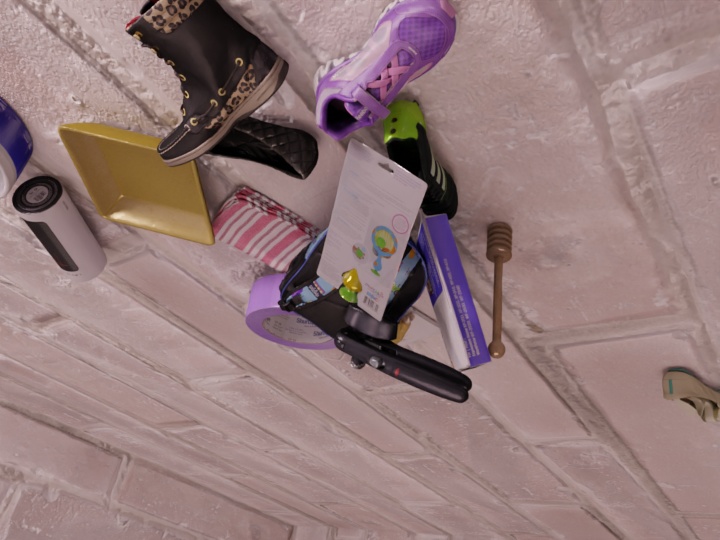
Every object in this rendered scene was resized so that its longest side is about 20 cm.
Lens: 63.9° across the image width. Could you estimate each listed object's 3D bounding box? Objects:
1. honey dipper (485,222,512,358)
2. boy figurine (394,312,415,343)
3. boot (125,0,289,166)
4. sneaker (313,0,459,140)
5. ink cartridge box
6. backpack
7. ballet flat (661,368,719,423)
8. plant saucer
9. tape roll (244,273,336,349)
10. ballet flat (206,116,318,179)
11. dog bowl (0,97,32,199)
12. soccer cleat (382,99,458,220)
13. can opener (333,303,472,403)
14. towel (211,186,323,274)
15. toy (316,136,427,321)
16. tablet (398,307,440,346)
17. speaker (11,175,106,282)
[{"bbox_3d":[0.184,0.025,0.779,0.037,0.203,0.038,8,146,6],"label":"honey dipper"},{"bbox_3d":[0.038,0.101,1.039,0.122,0.065,0.202,-12,146,-17],"label":"boy figurine"},{"bbox_3d":[-0.197,-0.220,0.649,0.198,0.074,0.150,-27,130,25],"label":"boot"},{"bbox_3d":[0.019,-0.202,0.607,0.080,0.090,0.198,35,139,-29],"label":"sneaker"},{"bbox_3d":[0.121,0.033,0.773,0.043,0.202,0.200,-16,168,1],"label":"ink cartridge box"},{"bbox_3d":[0.000,0.000,0.843,0.181,0.135,0.201,33,121,-9],"label":"backpack"},{"bbox_3d":[0.636,0.248,1.076,0.197,0.070,0.069,25,145,-19],"label":"ballet flat"},{"bbox_3d":[-0.312,-0.133,0.850,0.196,0.049,0.201,14,148,4],"label":"plant saucer"},{"bbox_3d":[-0.109,0.081,1.064,0.196,0.067,0.201,6,152,3],"label":"tape roll"},{"bbox_3d":[-0.150,-0.163,0.747,0.196,0.058,0.067,11,148,11],"label":"ballet flat"},{"bbox_3d":[-0.589,-0.196,0.833,0.196,0.080,0.201,9,147,6],"label":"dog bowl"},{"bbox_3d":[0.072,-0.117,0.719,0.066,0.082,0.201,-5,142,25],"label":"soccer cleat"},{"bbox_3d":[0.054,0.120,0.766,0.198,0.063,0.080,29,127,16],"label":"can opener"},{"bbox_3d":[-0.142,-0.048,0.941,0.198,0.030,0.146,29,144,-23],"label":"towel"},{"bbox_3d":[0.017,-0.049,0.713,0.114,0.047,0.203,35,126,23],"label":"toy"},{"bbox_3d":[0.052,0.117,1.131,0.129,0.014,0.199,32,142,-25],"label":"tablet"},{"bbox_3d":[-0.511,-0.066,0.997,0.079,0.082,0.201,9,147,5],"label":"speaker"}]
